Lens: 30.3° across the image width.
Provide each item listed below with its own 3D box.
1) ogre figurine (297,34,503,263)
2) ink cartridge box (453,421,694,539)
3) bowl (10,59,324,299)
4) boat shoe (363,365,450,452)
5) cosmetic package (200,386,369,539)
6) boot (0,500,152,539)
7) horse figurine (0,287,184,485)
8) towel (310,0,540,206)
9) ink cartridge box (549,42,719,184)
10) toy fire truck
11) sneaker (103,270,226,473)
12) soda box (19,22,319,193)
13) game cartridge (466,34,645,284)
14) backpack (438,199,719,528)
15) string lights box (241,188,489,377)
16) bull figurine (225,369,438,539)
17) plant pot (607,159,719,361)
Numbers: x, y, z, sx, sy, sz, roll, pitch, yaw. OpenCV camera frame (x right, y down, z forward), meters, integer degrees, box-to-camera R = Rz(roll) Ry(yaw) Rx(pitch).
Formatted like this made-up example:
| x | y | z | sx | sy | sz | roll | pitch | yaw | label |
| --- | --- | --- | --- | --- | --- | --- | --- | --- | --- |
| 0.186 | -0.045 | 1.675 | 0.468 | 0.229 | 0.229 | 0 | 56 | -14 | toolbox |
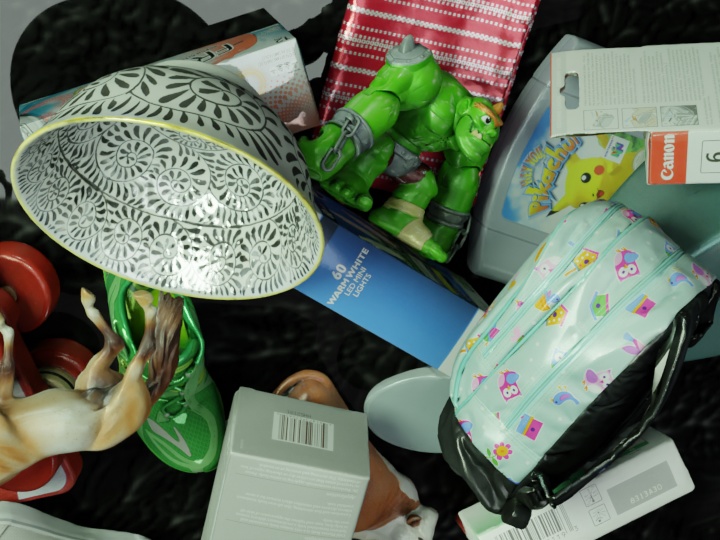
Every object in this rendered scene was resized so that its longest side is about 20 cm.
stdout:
| x | y | z | sx | sy | sz | roll | pitch | yaw | label |
| --- | --- | --- | --- | --- | --- | --- | --- | --- | --- |
| 0.037 | -0.086 | 0.937 | 0.200 | 0.098 | 0.120 | 30 | 89 | -36 | ogre figurine |
| 0.152 | 0.166 | 1.048 | 0.161 | 0.200 | 0.050 | -26 | 98 | -4 | ink cartridge box |
| -0.111 | -0.071 | 0.848 | 0.200 | 0.201 | 0.094 | 25 | 59 | -22 | bowl |
| 0.102 | 0.088 | 1.065 | 0.200 | 0.091 | 0.071 | -9 | 113 | 4 | boat shoe |
| -0.065 | 0.200 | 0.996 | 0.107 | 0.090 | 0.200 | 13 | 120 | -9 | cosmetic package |
| -0.216 | 0.244 | 0.997 | 0.073 | 0.096 | 0.200 | -32 | 140 | 30 | boot |
| -0.194 | 0.079 | 0.861 | 0.200 | 0.050 | 0.133 | -17 | 124 | -29 | horse figurine |
| 0.050 | -0.151 | 0.989 | 0.144 | 0.022 | 0.200 | 11 | 107 | -18 | towel |
| 0.236 | -0.112 | 0.946 | 0.199 | 0.109 | 0.050 | -1 | 132 | 10 | ink cartridge box |
| -0.290 | 0.080 | 0.951 | 0.168 | 0.112 | 0.200 | -13 | 114 | 16 | toy fire truck |
| -0.148 | 0.070 | 0.984 | 0.074 | 0.084 | 0.200 | -17 | 112 | -6 | sneaker |
| -0.133 | -0.109 | 0.933 | 0.200 | 0.064 | 0.069 | -20 | 114 | -8 | soda box |
| 0.166 | -0.075 | 1.042 | 0.133 | 0.040 | 0.200 | 18 | 105 | -16 | game cartridge |
| 0.146 | 0.054 | 0.898 | 0.127 | 0.167 | 0.200 | 39 | 118 | 8 | backpack |
| 0.000 | 0.000 | 0.987 | 0.200 | 0.103 | 0.059 | 30 | 100 | -23 | string lights box |
| -0.025 | 0.169 | 1.065 | 0.121 | 0.065 | 0.200 | -30 | 110 | 5 | bull figurine |
| 0.287 | -0.030 | 1.014 | 0.200 | 0.141 | 0.142 | -31 | 126 | -5 | plant pot |
